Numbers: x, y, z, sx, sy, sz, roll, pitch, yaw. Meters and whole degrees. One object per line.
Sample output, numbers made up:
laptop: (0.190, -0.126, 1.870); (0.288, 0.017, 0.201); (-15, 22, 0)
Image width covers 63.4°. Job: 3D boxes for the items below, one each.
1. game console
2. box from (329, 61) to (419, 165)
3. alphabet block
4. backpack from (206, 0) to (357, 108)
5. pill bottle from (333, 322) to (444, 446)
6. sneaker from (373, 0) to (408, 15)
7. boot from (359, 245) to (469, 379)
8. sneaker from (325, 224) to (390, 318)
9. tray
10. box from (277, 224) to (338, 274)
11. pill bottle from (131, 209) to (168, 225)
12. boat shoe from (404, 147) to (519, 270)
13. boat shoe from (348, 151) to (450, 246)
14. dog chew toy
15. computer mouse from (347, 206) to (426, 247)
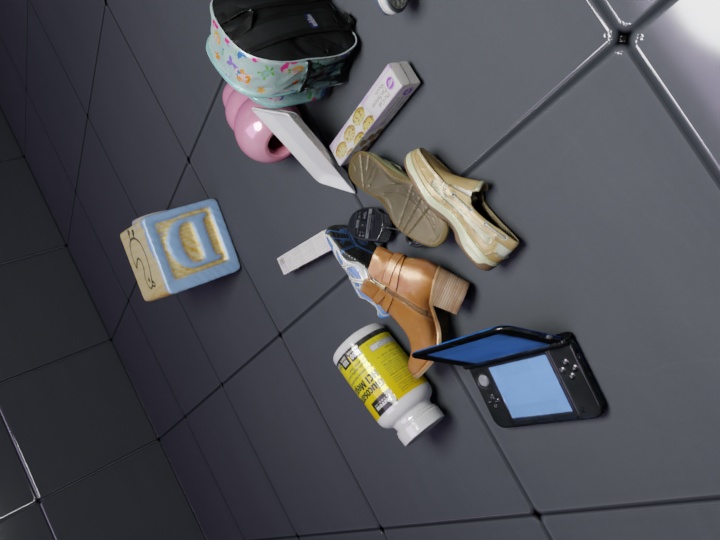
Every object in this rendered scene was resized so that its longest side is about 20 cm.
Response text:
game console: (0.197, 0.154, 0.808); (0.200, 0.118, 0.171); (-30, 84, 54)
box: (0.016, -0.232, 0.884); (0.041, 0.039, 0.200); (61, 143, 9)
alphabet block: (-0.447, -0.048, 1.444); (0.200, 0.196, 0.196); (-14, 95, 53)
backpack: (-0.131, -0.342, 0.888); (0.178, 0.200, 0.151); (54, 142, 15)
pill bottle: (0.051, 0.199, 1.019); (0.200, 0.112, 0.112); (51, 141, 21)
sneaker: (-0.014, -0.420, 0.791); (0.146, 0.077, 0.203); (-15, 87, 42)
boot: (0.067, 0.064, 0.917); (0.155, 0.074, 0.200); (23, 116, 9)
sneaker: (0.000, 0.000, 1.008); (0.200, 0.076, 0.077); (50, 136, 24)
tray: (-0.087, -0.204, 0.974); (0.107, 0.022, 0.200); (23, 164, 43)
box: (-0.100, -0.037, 1.145); (0.200, 0.039, 0.041); (-25, 89, 54)
pill bottle: (-0.554, -0.061, 1.641); (0.112, 0.112, 0.200); (-11, 100, 53)
boat shoe: (0.143, -0.099, 0.798); (0.200, 0.072, 0.076); (52, 127, 8)
boat shoe: (0.067, -0.112, 0.882); (0.201, 0.063, 0.073); (41, 120, 26)
dog chew toy: (-0.189, -0.285, 1.064); (0.200, 0.124, 0.125); (51, 141, 33)
computer mouse: (0.057, -0.068, 0.945); (0.200, 0.034, 0.059); (12, 92, 43)
